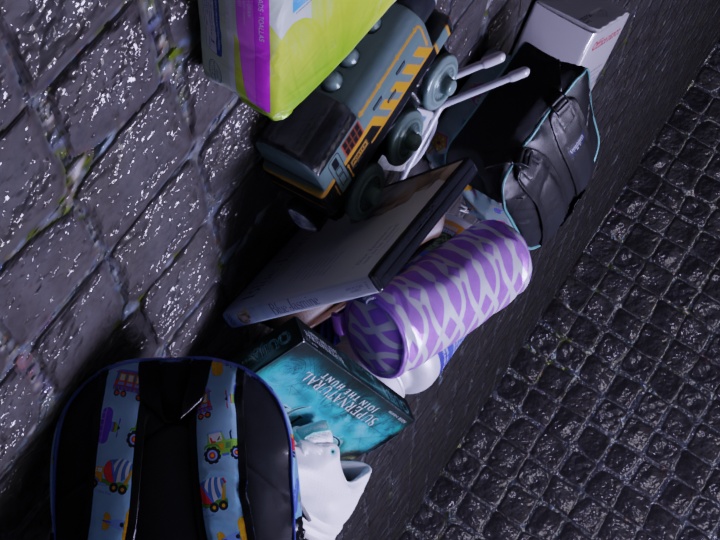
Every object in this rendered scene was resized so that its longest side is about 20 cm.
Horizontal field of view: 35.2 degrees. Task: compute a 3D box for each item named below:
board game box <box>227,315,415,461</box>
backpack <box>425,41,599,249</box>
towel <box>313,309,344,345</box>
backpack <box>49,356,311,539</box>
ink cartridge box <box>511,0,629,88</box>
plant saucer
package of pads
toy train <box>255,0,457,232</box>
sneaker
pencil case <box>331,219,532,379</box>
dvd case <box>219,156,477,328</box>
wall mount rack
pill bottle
[{"bbox_3d":[-0.054,0.122,0.968,0.134,0.028,0.200,-34,142,13],"label":"board game box"},{"bbox_3d":[0.172,-0.128,1.228,0.177,0.152,0.200,-57,145,-9],"label":"backpack"},{"bbox_3d":[0.013,0.017,1.204,0.200,0.049,0.149,-50,163,-32],"label":"towel"},{"bbox_3d":[-0.124,0.162,0.784,0.135,0.179,0.204,82,5,-85],"label":"backpack"},{"bbox_3d":[0.228,-0.229,1.368,0.144,0.084,0.202,-37,155,-55],"label":"ink cartridge box"},{"bbox_3d":[0.000,0.000,1.000,0.199,0.032,0.200,-35,175,-3],"label":"plant saucer"},{"bbox_3d":[-0.014,-0.201,0.654,0.201,0.068,0.155,-51,163,-27],"label":"package of pads"},{"bbox_3d":[0.002,-0.126,0.841,0.202,0.084,0.114,-56,156,-11],"label":"toy train"},{"bbox_3d":[-0.063,0.155,0.935,0.089,0.075,0.200,-49,138,3],"label":"sneaker"},{"bbox_3d":[0.068,0.022,1.007,0.198,0.085,0.085,-27,118,-39],"label":"pencil case"},{"bbox_3d":[-0.013,-0.019,0.875,0.198,0.018,0.143,-16,-152,50],"label":"dvd case"},{"bbox_3d":[0.075,-0.134,1.060,0.176,0.074,0.200,-61,166,13],"label":"wall mount rack"},{"bbox_3d":[0.048,0.047,1.110,0.201,0.111,0.113,-51,164,-31],"label":"pill bottle"}]
